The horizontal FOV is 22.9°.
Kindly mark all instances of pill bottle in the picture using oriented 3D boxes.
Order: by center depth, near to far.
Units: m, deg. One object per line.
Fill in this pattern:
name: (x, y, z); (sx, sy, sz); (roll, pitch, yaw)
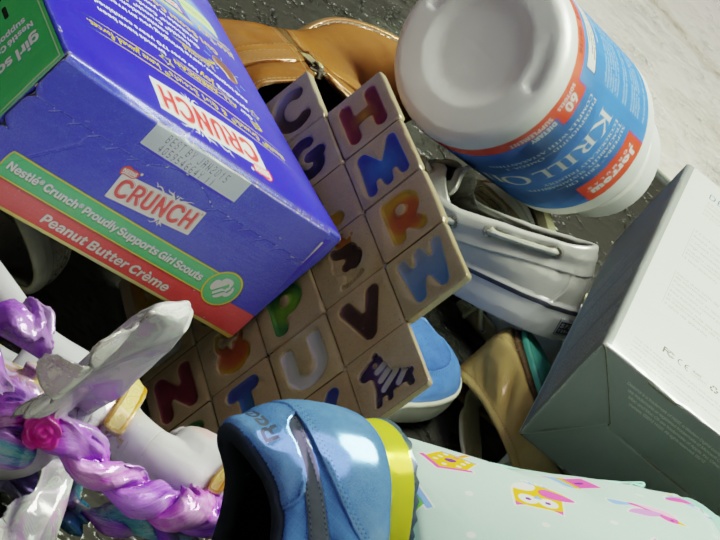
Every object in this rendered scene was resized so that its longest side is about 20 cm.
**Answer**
pill bottle: (0.110, -0.098, 1.057); (0.200, 0.112, 0.113); (26, 28, -58)

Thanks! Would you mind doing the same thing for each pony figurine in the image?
pony figurine: (-0.119, 0.053, 0.635); (0.199, 0.168, 0.193); (32, 15, 12)

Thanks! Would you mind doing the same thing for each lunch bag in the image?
lunch bag: (0.074, 0.149, 0.719); (0.169, 0.123, 0.201); (10, 29, -9)

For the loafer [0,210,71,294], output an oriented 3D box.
loafer: (-0.203, -0.064, 0.751); (0.199, 0.070, 0.070); (38, 16, -14)

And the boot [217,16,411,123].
boot: (-0.016, -0.102, 1.009); (0.199, 0.077, 0.155); (14, 12, -32)

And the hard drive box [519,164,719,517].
hard drive box: (0.188, 0.057, 0.923); (0.155, 0.077, 0.200); (39, 36, -1)

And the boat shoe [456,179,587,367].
boat shoe: (0.092, 0.018, 1.076); (0.068, 0.075, 0.201); (18, 30, -26)

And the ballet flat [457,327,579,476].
ballet flat: (0.091, 0.110, 0.933); (0.069, 0.063, 0.201); (55, 11, -33)

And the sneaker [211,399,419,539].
sneaker: (-0.033, 0.144, 0.600); (0.078, 0.202, 0.066); (6, 0, -38)

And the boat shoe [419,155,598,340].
boat shoe: (0.043, -0.032, 1.013); (0.199, 0.066, 0.072); (29, 14, 23)

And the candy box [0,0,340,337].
candy box: (-0.116, -0.086, 0.784); (0.169, 0.077, 0.201); (35, 18, -42)

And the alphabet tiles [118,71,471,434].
alphabet tiles: (-0.035, 0.004, 0.785); (0.006, 0.166, 0.201); (36, 24, -43)

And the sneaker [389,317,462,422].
sneaker: (0.000, 0.001, 0.907); (0.199, 0.111, 0.077); (29, 28, -29)
